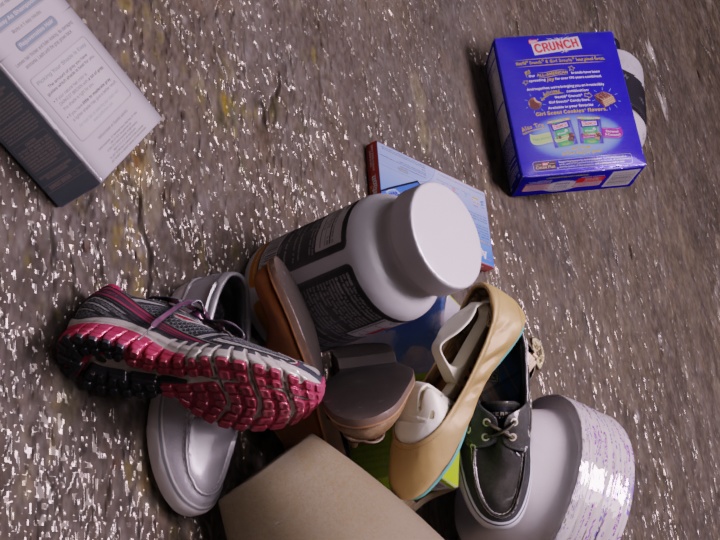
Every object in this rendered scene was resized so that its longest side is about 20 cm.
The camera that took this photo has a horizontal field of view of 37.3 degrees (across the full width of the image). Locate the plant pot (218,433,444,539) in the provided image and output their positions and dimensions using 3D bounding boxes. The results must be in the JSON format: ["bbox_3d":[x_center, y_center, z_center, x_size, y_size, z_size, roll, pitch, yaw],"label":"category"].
[{"bbox_3d":[-0.019,0.237,0.840,0.200,0.187,0.187,54,38,5],"label":"plant pot"}]

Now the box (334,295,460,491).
[{"bbox_3d":[0.033,0.107,0.988,0.048,0.122,0.200,41,45,-43],"label":"box"}]

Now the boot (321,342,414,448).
[{"bbox_3d":[0.008,0.113,0.862,0.200,0.073,0.076,-87,173,-83],"label":"boot"}]

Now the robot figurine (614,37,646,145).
[{"bbox_3d":[0.347,-0.240,1.542,0.150,0.125,0.200,16,57,-17],"label":"robot figurine"}]

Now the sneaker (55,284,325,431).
[{"bbox_3d":[-0.121,0.059,0.798,0.200,0.081,0.075,17,44,1],"label":"sneaker"}]

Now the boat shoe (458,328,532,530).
[{"bbox_3d":[0.121,0.128,0.952,0.057,0.068,0.200,89,3,-71],"label":"boat shoe"}]

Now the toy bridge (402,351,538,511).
[{"bbox_3d":[0.104,0.153,1.002,0.067,0.027,0.200,45,77,-12],"label":"toy bridge"}]

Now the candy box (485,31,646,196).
[{"bbox_3d":[0.264,-0.206,1.394,0.169,0.077,0.200,-5,73,-9],"label":"candy box"}]

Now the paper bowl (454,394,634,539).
[{"bbox_3d":[0.166,0.216,1.036,0.104,0.201,0.201,24,51,-14],"label":"paper bowl"}]

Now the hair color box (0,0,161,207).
[{"bbox_3d":[-0.258,-0.160,0.824,0.200,0.061,0.099,52,40,-20],"label":"hair color box"}]

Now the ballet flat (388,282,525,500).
[{"bbox_3d":[0.068,0.095,0.896,0.063,0.069,0.200,47,63,-32],"label":"ballet flat"}]

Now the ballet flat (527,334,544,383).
[{"bbox_3d":[0.163,0.112,1.203,0.200,0.046,0.068,-13,83,-52],"label":"ballet flat"}]

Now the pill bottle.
[{"bbox_3d":[0.000,0.000,0.939,0.116,0.200,0.117,25,55,-41],"label":"pill bottle"}]

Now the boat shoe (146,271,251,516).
[{"bbox_3d":[-0.118,0.094,0.857,0.072,0.068,0.200,32,50,-37],"label":"boat shoe"}]

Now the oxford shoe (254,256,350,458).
[{"bbox_3d":[-0.063,0.086,0.892,0.071,0.071,0.200,-88,166,-69],"label":"oxford shoe"}]

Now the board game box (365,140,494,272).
[{"bbox_3d":[0.083,-0.070,1.220,0.200,0.019,0.103,19,57,-44],"label":"board game box"}]
